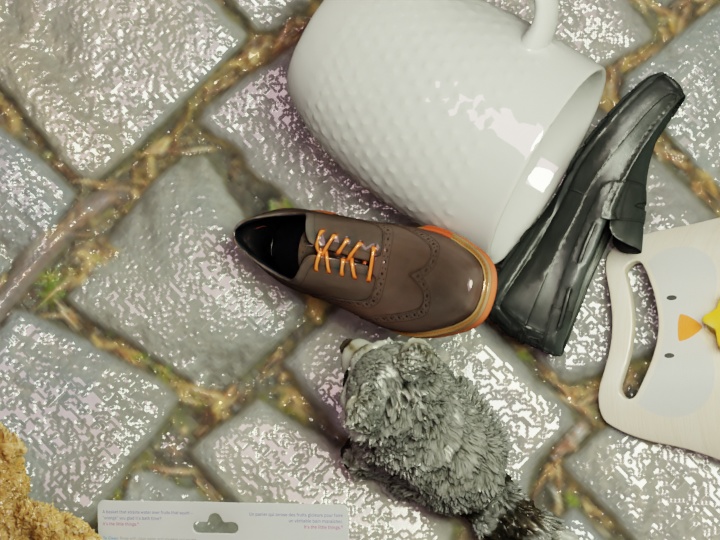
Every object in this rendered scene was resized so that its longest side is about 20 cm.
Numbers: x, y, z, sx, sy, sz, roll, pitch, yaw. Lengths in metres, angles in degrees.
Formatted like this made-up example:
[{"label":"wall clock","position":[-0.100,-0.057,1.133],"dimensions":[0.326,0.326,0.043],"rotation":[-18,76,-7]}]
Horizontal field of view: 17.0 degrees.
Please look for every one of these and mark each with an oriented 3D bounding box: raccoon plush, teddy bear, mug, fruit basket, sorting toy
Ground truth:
[{"label":"raccoon plush","position":[0.068,0.109,1.520],"dimensions":[0.199,0.134,0.097],"rotation":[27,80,5]},{"label":"teddy bear","position":[-0.222,0.197,1.526],"dimensions":[0.200,0.067,0.145],"rotation":[46,112,28]},{"label":"mug","position":[0.056,-0.130,1.541],"dimensions":[0.175,0.148,0.201],"rotation":[31,125,12]},{"label":"fruit basket","position":[-0.081,0.244,1.496],"dimensions":[0.184,0.094,0.201],"rotation":[-3,85,28]},{"label":"sorting toy","position":[0.246,0.042,1.567],"dimensions":[0.179,0.107,0.201],"rotation":[0,79,19]}]

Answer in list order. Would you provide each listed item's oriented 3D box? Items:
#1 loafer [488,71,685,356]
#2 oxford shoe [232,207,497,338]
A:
[{"label":"loafer","position":[0.159,-0.036,1.580],"dimensions":[0.070,0.068,0.201],"rotation":[33,89,14]},{"label":"oxford shoe","position":[0.000,0.000,1.517],"dimensions":[0.199,0.072,0.072],"rotation":[10,90,44]}]
